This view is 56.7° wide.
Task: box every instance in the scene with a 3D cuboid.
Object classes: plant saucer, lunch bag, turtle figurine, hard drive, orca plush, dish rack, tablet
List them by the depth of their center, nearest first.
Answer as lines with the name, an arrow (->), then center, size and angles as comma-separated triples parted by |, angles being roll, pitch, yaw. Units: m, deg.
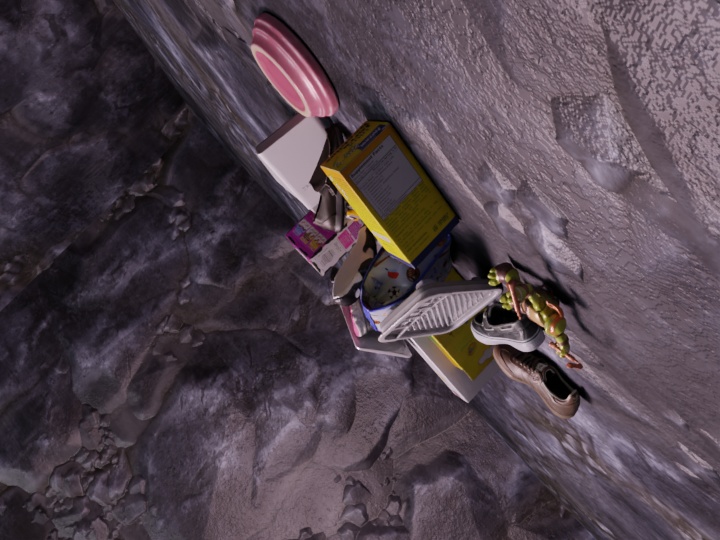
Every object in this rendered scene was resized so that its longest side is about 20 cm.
turtle figurine -> 0.242, 0.045, 0.943 | 0.199, 0.065, 0.162 | 41, -174, -30
plant saucer -> -0.119, -0.337, 1.135 | 0.201, 0.051, 0.201 | 48, 175, 6
dish rack -> 0.133, 0.062, 1.157 | 0.196, 0.172, 0.044 | -2, -121, -38
lunch bag -> 0.082, 0.017, 1.235 | 0.123, 0.201, 0.170 | 37, 171, 18
orca plush -> 0.000, 0.000, 1.277 | 0.071, 0.103, 0.203 | 49, -153, -30
hard drive -> -0.101, -0.215, 1.308 | 0.200, 0.131, 0.027 | 46, -170, -53
tablet -> 0.030, 0.126, 1.464 | 0.127, 0.014, 0.201 | 11, -158, -18

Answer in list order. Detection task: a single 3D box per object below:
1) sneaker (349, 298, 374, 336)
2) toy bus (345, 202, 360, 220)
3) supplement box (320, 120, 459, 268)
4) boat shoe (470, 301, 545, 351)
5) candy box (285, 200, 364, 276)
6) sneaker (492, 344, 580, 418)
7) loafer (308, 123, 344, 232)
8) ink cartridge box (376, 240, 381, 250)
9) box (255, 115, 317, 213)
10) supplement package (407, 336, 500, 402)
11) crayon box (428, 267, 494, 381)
sneaker -> 0.017, 0.066, 1.446 | 0.202, 0.085, 0.076 | -103, 3, -59
toy bus -> 0.012, -0.140, 1.301 | 0.076, 0.067, 0.200 | 12, 175, -3
supplement box -> 0.046, -0.121, 1.058 | 0.201, 0.109, 0.109 | 50, 173, -23
boat shoe -> 0.254, 0.088, 1.192 | 0.072, 0.072, 0.199 | 57, 162, -14
candy box -> -0.054, -0.101, 1.464 | 0.136, 0.200, 0.061 | 40, 173, 50
sneaker -> 0.339, 0.189, 1.272 | 0.199, 0.070, 0.077 | 41, 153, 29
loafer -> -0.063, -0.172, 1.256 | 0.073, 0.069, 0.206 | -108, 18, -75
ink cartridge box -> 0.090, 0.004, 1.477 | 0.128, 0.125, 0.201 | 43, 174, 28
box -> -0.126, -0.237, 1.474 | 0.200, 0.124, 0.098 | 41, 173, 46
supplement package -> 0.205, 0.149, 1.438 | 0.201, 0.156, 0.111 | 47, 174, -4
crayon box -> 0.198, 0.106, 1.354 | 0.201, 0.127, 0.051 | 48, 174, -6
